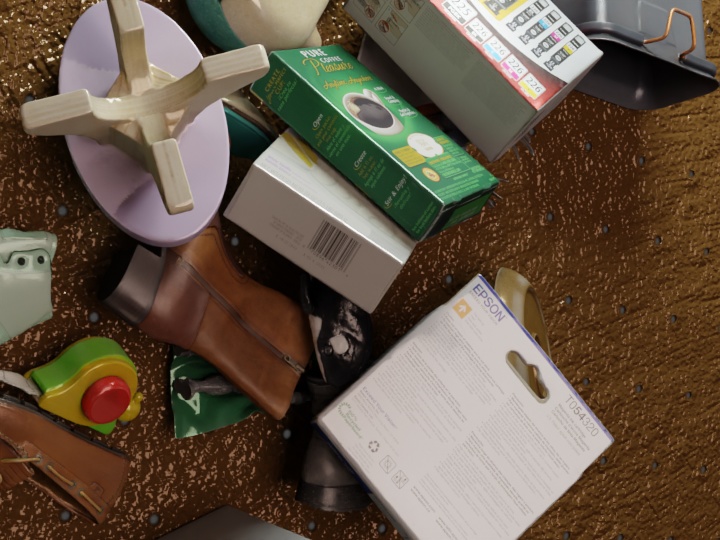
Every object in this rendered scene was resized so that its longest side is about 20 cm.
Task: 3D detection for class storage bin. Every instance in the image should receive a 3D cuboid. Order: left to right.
[{"bbox_3d":[0.279,-0.266,1.360,0.198,0.145,0.136,11,76,-34],"label":"storage bin"}]

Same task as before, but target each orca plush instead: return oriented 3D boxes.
[{"bbox_3d":[0.000,0.000,1.155,0.105,0.070,0.202,54,32,-46],"label":"orca plush"}]

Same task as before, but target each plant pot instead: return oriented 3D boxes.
[{"bbox_3d":[0.165,0.095,1.283,0.200,0.027,0.203,-9,90,-75],"label":"plant pot"}]

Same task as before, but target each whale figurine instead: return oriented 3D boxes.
[{"bbox_3d":[-0.079,-0.260,1.149,0.200,0.103,0.161,-42,119,-51],"label":"whale figurine"}]

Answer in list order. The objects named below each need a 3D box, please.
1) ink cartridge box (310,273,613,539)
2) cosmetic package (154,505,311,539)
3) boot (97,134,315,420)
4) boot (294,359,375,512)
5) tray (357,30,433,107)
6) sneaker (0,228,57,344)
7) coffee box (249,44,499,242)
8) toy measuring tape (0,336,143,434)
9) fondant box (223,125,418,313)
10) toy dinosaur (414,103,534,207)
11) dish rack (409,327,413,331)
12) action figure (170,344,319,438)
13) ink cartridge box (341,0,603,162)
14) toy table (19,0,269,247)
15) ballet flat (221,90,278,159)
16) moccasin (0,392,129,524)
[{"bbox_3d":[0.090,0.142,1.149,0.200,0.043,0.197,-40,91,-17],"label":"ink cartridge box"},{"bbox_3d":[-0.116,0.334,1.097,0.166,0.166,0.202,-21,104,-31],"label":"cosmetic package"},{"bbox_3d":[-0.099,-0.001,1.105,0.199,0.068,0.190,35,61,-28],"label":"boot"},{"bbox_3d":[0.024,0.150,1.217,0.199,0.069,0.133,5,94,-51],"label":"boot"},{"bbox_3d":[0.027,-0.155,1.256,0.107,0.022,0.202,18,82,-32],"label":"tray"},{"bbox_3d":[-0.302,-0.037,1.008,0.117,0.074,0.203,-22,114,-24],"label":"sneaker"},{"bbox_3d":[0.013,-0.113,1.105,0.200,0.044,0.123,42,28,13],"label":"coffee box"},{"bbox_3d":[-0.237,0.075,1.041,0.200,0.073,0.074,38,71,-51],"label":"toy measuring tape"},{"bbox_3d":[-0.013,-0.063,1.108,0.143,0.059,0.200,33,27,0],"label":"fondant box"},{"bbox_3d":[0.104,-0.147,1.248,0.200,0.104,0.182,49,47,-18],"label":"toy dinosaur"},{"bbox_3d":[0.114,0.123,1.266,0.199,0.054,0.155,5,78,-55],"label":"dish rack"},{"bbox_3d":[-0.077,0.087,1.182,0.198,0.054,0.120,1,89,-38],"label":"action figure"},{"bbox_3d":[0.114,-0.229,1.206,0.200,0.084,0.175,46,48,3],"label":"ink cartridge box"},{"bbox_3d":[-0.164,-0.126,0.991,0.183,0.117,0.202,-28,86,-14],"label":"toy table"},{"bbox_3d":[-0.154,-0.156,1.114,0.198,0.069,0.070,18,82,-32],"label":"ballet flat"},{"bbox_3d":[-0.278,0.147,1.040,0.201,0.073,0.078,37,63,-39],"label":"moccasin"}]
